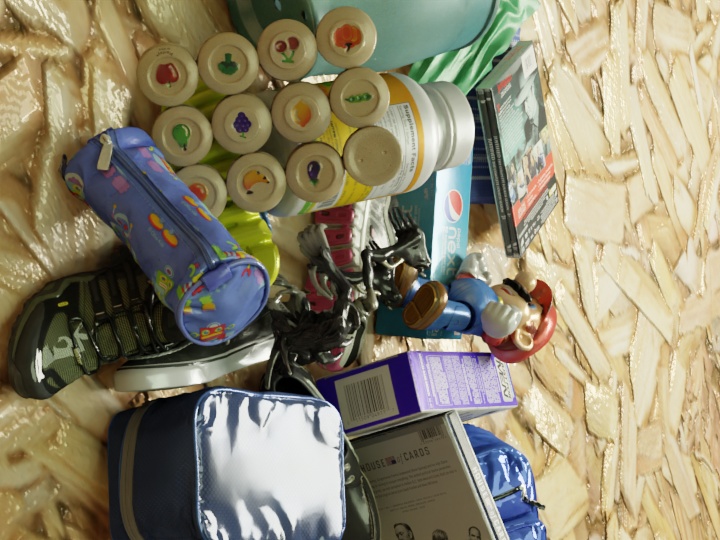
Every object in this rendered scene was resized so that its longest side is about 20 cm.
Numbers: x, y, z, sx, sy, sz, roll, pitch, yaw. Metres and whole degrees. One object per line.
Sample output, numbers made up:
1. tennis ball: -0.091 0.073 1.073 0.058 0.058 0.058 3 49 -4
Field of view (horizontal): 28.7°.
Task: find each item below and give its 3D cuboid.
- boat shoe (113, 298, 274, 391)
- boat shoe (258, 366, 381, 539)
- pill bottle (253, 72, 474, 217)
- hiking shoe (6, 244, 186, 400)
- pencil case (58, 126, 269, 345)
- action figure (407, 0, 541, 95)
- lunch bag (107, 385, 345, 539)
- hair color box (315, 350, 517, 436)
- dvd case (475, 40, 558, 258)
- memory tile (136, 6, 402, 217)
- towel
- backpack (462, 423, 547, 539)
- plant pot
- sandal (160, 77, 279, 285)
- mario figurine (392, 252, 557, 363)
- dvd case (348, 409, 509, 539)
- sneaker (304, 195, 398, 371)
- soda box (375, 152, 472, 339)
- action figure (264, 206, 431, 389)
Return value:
1. boat shoe: -0.136 0.057 1.193 0.199 0.073 0.068 -14 97 -52
2. boat shoe: -0.038 0.177 1.277 0.073 0.063 0.200 -24 89 -4
3. pill bottle: 0.000 -0.118 1.269 0.200 0.111 0.111 -13 104 -31
4. hiking shoe: -0.187 0.034 1.103 0.200 0.101 0.076 -44 130 -39
5. pencil case: -0.151 -0.034 1.075 0.078 0.200 0.087 -35 147 -13
6. action figure: 0.097 -0.230 1.458 0.118 0.055 0.200 36 77 -26
7. lunch bag: -0.112 0.174 1.187 0.200 0.132 0.136 15 69 -47
8. hair color box: 0.059 0.120 1.382 0.200 0.109 0.065 9 66 -57
9. dvd case: 0.176 -0.135 1.550 0.146 0.022 0.200 -50 135 -51
10. memory tile: -0.073 -0.125 1.151 0.200 0.017 0.154 -13 102 -4
11. towel: 0.131 -0.172 1.546 0.145 0.024 0.201 -5 95 -49
12. backpack: 0.113 0.261 1.407 0.162 0.168 0.200 -17 107 -25
13. plant pot: -0.011 -0.260 1.243 0.188 0.200 0.200 -27 114 -29
14. sandal: -0.122 -0.076 1.211 0.087 0.079 0.201 -102 -179 -86
15. mario figurine: 0.120 0.020 1.358 0.200 0.106 0.124 13 58 -42
16. dvd case: 0.065 0.240 1.312 0.025 0.150 0.200 -21 90 -51
17. sneaker: 0.000 0.000 1.352 0.087 0.074 0.200 14 77 -44
18. soda box: 0.065 -0.031 1.434 0.064 0.068 0.201 4 89 -51
19. action figure: -0.031 0.021 1.213 0.102 0.119 0.200 49 46 5
